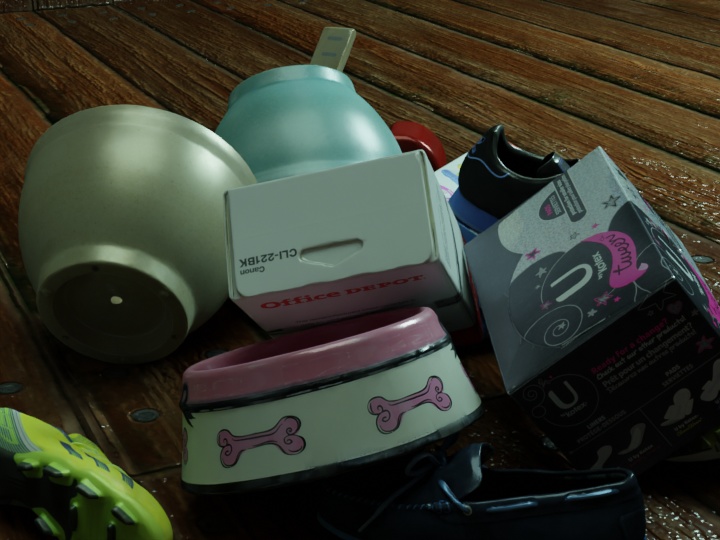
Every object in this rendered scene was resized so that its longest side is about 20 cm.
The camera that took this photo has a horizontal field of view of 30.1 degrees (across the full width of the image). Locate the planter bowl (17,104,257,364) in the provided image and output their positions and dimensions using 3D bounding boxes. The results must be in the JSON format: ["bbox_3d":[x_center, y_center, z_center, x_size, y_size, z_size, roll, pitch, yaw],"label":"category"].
[{"bbox_3d":[-0.186,-0.012,1.069,0.199,0.201,0.135,2,47,6],"label":"planter bowl"}]

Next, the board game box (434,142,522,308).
[{"bbox_3d":[0.149,-0.022,1.134,0.195,0.056,0.200,33,31,15],"label":"board game box"}]

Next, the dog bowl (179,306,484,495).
[{"bbox_3d":[-0.025,0.078,0.852,0.199,0.074,0.200,-14,3,1],"label":"dog bowl"}]

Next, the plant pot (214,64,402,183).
[{"bbox_3d":[-0.055,-0.101,1.210,0.199,0.135,0.200,-9,-19,-3],"label":"plant pot"}]

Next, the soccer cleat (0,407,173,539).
[{"bbox_3d":[-0.179,0.127,0.833,0.199,0.065,0.083,15,23,36],"label":"soccer cleat"}]

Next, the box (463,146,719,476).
[{"bbox_3d":[0.163,0.026,0.905,0.132,0.115,0.200,-37,26,15],"label":"box"}]

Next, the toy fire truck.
[{"bbox_3d":[0.000,-0.132,1.334,0.175,0.201,0.129,2,21,7],"label":"toy fire truck"}]

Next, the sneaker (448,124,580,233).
[{"bbox_3d":[0.168,-0.041,1.042,0.199,0.078,0.070,26,30,4],"label":"sneaker"}]

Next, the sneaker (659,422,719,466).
[{"bbox_3d":[0.284,0.091,0.921,0.199,0.085,0.075,-24,51,-5],"label":"sneaker"}]

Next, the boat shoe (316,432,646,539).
[{"bbox_3d":[0.072,0.131,0.806,0.199,0.069,0.084,2,20,9],"label":"boat shoe"}]

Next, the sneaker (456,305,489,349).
[{"bbox_3d":[0.020,0.008,1.118,0.199,0.089,0.075,13,22,30],"label":"sneaker"}]

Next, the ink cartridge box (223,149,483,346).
[{"bbox_3d":[0.000,0.000,0.960,0.143,0.084,0.200,-11,-20,10],"label":"ink cartridge box"}]
